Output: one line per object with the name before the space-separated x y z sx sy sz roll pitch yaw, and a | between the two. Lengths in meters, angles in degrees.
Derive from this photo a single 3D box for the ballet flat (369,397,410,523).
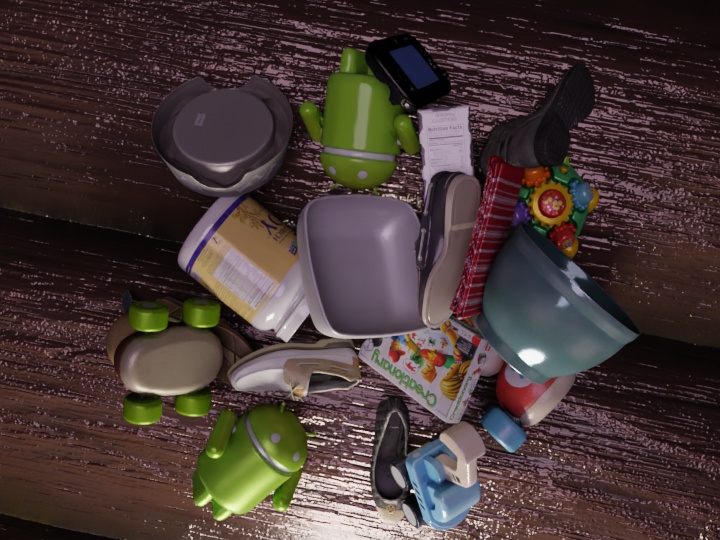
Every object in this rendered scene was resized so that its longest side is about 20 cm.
ballet flat | 0.044 0.295 1.256 0.065 0.057 0.203 0 98 6

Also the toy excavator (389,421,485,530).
toy excavator | 0.128 0.290 1.159 0.099 0.199 0.197 -24 105 -24

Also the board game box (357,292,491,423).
board game box | 0.089 0.114 1.177 0.199 0.034 0.128 31 103 44

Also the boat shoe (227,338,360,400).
boat shoe | -0.093 0.151 1.201 0.197 0.075 0.069 -10 57 -18

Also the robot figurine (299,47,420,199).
robot figurine | 0.004 -0.208 1.159 0.173 0.115 0.203 11 101 21

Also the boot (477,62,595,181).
boot | 0.242 -0.212 1.150 0.130 0.201 0.068 -4 133 46

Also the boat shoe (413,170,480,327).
boat shoe | 0.103 -0.029 1.046 0.072 0.062 0.203 -3 110 -39

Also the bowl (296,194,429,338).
bowl | 0.000 0.000 1.135 0.198 0.074 0.203 -1 74 -34

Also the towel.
towel | 0.164 -0.042 1.042 0.022 0.144 0.203 17 99 22

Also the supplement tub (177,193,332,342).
supplement tub | -0.148 -0.006 1.187 0.199 0.145 0.146 38 100 -1

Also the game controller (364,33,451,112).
game controller | 0.068 -0.272 1.107 0.042 0.200 0.105 -28 97 27

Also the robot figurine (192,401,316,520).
robot figurine | -0.164 0.284 1.236 0.199 0.116 0.176 -40 115 8

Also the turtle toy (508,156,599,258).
turtle toy | 0.254 -0.069 1.155 0.144 0.101 0.202 23 91 2

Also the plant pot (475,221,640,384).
plant pot | 0.230 0.056 1.029 0.200 0.200 0.134 41 105 -2

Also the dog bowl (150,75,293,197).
dog bowl | -0.192 -0.191 1.160 0.197 0.059 0.202 0 57 0

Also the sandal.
sandal | -0.233 0.100 1.259 0.199 0.054 0.081 31 111 15

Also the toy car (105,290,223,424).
toy car | -0.312 0.109 1.217 0.156 0.199 0.167 -2 105 -38

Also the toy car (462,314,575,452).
toy car | 0.202 0.121 1.171 0.200 0.177 0.185 42 89 11

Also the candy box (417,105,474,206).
candy box | 0.123 -0.123 1.133 0.070 0.168 0.203 -4 98 8
